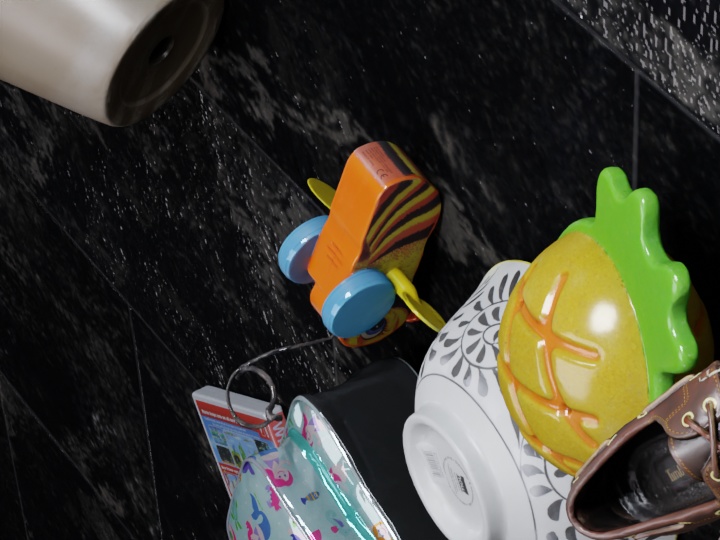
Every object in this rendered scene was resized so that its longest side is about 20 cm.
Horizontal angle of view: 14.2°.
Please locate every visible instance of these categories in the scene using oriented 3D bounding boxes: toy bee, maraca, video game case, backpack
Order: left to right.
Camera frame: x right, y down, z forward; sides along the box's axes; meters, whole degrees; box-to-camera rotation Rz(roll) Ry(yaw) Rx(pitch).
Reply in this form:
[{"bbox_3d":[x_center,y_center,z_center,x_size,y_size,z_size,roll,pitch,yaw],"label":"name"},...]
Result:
[{"bbox_3d":[-0.061,0.187,2.185,0.143,0.017,0.200,10,122,64],"label":"video game case"},{"bbox_3d":[0.000,0.000,1.765,0.200,0.109,0.131,-38,68,43],"label":"toy bee"},{"bbox_3d":[0.004,0.173,1.862,0.178,0.150,0.200,57,162,16],"label":"backpack"},{"bbox_3d":[0.129,0.033,1.465,0.200,0.107,0.137,108,143,-58],"label":"maraca"}]

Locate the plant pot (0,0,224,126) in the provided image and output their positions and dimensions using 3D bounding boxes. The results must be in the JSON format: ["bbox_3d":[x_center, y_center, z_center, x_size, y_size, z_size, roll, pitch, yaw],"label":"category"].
[{"bbox_3d":[-0.188,-0.191,1.883,0.173,0.200,0.200,38,150,17],"label":"plant pot"}]

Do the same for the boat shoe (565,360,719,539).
[{"bbox_3d":[0.169,0.079,1.332,0.070,0.070,0.200,61,142,11],"label":"boat shoe"}]

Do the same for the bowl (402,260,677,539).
[{"bbox_3d":[0.086,0.103,1.658,0.201,0.094,0.201,48,152,36],"label":"bowl"}]

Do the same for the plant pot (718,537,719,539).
[{"bbox_3d":[0.226,0.213,1.361,0.200,0.200,0.184,39,136,47],"label":"plant pot"}]
